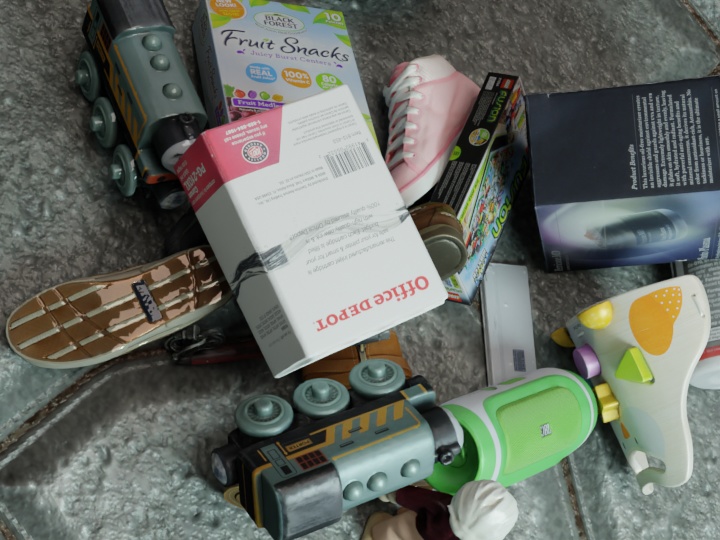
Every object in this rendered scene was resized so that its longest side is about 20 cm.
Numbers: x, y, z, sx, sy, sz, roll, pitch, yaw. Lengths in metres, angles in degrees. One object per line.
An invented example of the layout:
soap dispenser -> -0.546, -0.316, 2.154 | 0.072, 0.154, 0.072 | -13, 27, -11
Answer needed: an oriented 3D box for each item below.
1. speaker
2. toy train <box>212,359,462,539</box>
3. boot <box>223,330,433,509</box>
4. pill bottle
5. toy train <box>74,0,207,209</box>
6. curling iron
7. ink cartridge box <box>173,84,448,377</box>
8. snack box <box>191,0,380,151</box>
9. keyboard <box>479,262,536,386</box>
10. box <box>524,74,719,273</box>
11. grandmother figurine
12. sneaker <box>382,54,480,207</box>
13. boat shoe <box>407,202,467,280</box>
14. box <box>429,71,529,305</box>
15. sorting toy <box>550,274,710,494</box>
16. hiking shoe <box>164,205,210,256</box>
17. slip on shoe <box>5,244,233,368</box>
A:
speaker -> 0.134, 0.143, 1.318 | 0.200, 0.088, 0.089 | -12, 77, -51
toy train -> -0.016, 0.143, 1.178 | 0.200, 0.085, 0.114 | -17, 38, -24
boot -> -0.035, 0.129, 1.291 | 0.200, 0.077, 0.155 | -6, 68, -17
pill bottle -> 0.381, 0.014, 1.509 | 0.114, 0.114, 0.200 | 5, 70, -24
toy train -> -0.189, -0.154, 1.276 | 0.085, 0.114, 0.200 | -11, 63, -28
curling iron -> -0.071, 0.064, 1.285 | 0.200, 0.050, 0.026 | -1, 67, -12
ink cartridge box -> -0.040, -0.032, 1.198 | 0.145, 0.084, 0.200 | -23, 84, -30
snack box -> -0.071, -0.166, 1.345 | 0.142, 0.053, 0.200 | 6, 47, -22
keyboard -> 0.148, 0.088, 1.431 | 0.056, 0.011, 0.200 | 7, 70, -30
box -> 0.265, -0.086, 1.397 | 0.198, 0.200, 0.123 | -4, 71, 10
grandmother figurine -> 0.067, 0.214, 1.234 | 0.121, 0.200, 0.061 | 30, 62, -14
sneaker -> 0.047, -0.137, 1.421 | 0.105, 0.075, 0.200 | 47, 51, -9
boat shoe -> 0.000, 0.000, 1.314 | 0.200, 0.072, 0.068 | -20, 39, 8
box -> 0.115, -0.080, 1.411 | 0.035, 0.110, 0.200 | 12, 64, 26
sorting toy -> 0.265, 0.120, 1.385 | 0.107, 0.200, 0.180 | -12, 78, -10
hiking shoe -> -0.081, -0.041, 1.324 | 0.200, 0.076, 0.101 | -29, 83, -32
slip on shoe -> -0.202, 0.033, 1.251 | 0.200, 0.061, 0.076 | -23, 82, -12
